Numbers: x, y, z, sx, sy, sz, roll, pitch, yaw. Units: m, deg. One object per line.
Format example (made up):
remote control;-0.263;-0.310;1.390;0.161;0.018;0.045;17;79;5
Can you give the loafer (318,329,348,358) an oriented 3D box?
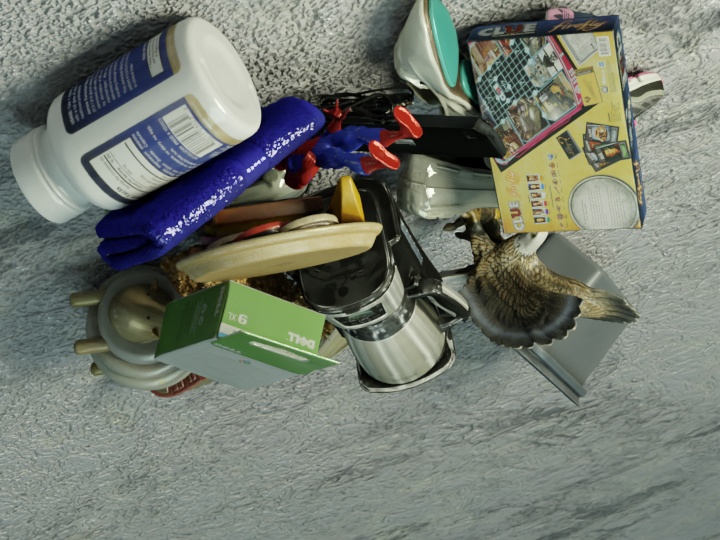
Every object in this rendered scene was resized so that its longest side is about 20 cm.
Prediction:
loafer;-0.014;0.045;1.944;0.068;0.076;0.200;7;144;-29

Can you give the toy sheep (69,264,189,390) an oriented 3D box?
toy sheep;-0.220;0.060;1.797;0.137;0.139;0.200;-17;168;-2

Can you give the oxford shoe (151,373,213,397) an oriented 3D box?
oxford shoe;-0.144;0.081;1.963;0.199;0.071;0.075;-20;176;8

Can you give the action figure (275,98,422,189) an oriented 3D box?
action figure;-0.026;-0.108;1.560;0.052;0.066;0.199;40;156;-22

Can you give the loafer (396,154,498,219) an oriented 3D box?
loafer;0.118;-0.098;1.762;0.199;0.070;0.070;-12;115;-44

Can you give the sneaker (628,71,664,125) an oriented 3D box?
sneaker;0.232;-0.115;1.716;0.200;0.088;0.074;-39;180;-22

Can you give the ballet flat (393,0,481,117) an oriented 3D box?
ballet flat;0.066;-0.182;1.589;0.069;0.070;0.200;-24;153;12

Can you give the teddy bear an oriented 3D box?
teddy bear;-0.104;0.014;1.754;0.199;0.145;0.067;31;107;-30

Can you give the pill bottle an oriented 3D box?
pill bottle;-0.193;-0.120;1.486;0.199;0.112;0.111;-27;152;18

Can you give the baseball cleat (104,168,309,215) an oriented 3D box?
baseball cleat;-0.142;-0.059;1.678;0.198;0.070;0.107;-13;153;-7

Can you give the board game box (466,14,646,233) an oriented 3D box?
board game box;0.180;-0.130;1.604;0.134;0.035;0.201;-1;122;20

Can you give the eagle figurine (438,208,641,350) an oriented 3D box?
eagle figurine;0.168;0.007;1.799;0.151;0.201;0.151;-33;161;-7

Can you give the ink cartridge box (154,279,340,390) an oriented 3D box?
ink cartridge box;-0.102;0.058;1.624;0.103;0.060;0.200;21;161;-24

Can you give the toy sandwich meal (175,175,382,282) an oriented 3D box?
toy sandwich meal;-0.075;-0.039;1.550;0.203;0.071;0.205;-11;176;-1

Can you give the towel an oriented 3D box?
towel;-0.136;-0.080;1.536;0.200;0.050;0.147;-41;-169;-26

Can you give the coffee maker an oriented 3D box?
coffee maker;0.000;0.000;1.740;0.134;0.192;0.200;-36;146;-2

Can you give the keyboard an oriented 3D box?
keyboard;0.031;-0.140;1.606;0.198;0.040;0.104;4;163;23

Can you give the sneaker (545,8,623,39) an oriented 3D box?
sneaker;0.160;-0.180;1.657;0.082;0.071;0.200;21;139;-20

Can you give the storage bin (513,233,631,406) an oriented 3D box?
storage bin;0.226;0.046;2.048;0.134;0.145;0.200;-48;149;0
